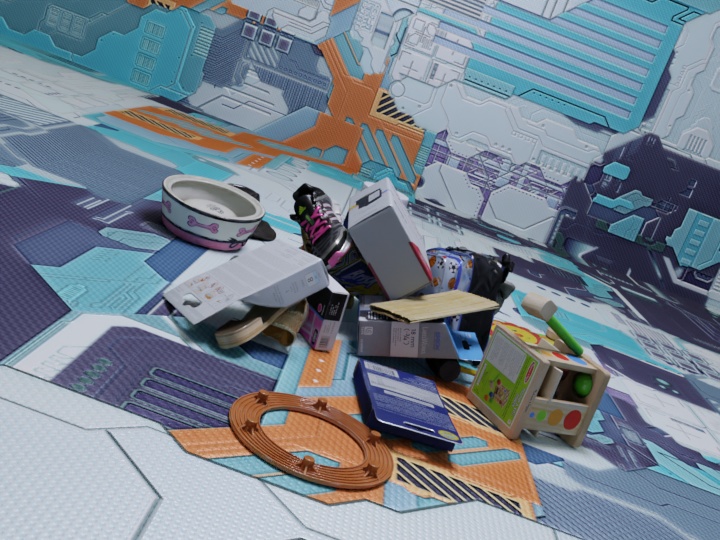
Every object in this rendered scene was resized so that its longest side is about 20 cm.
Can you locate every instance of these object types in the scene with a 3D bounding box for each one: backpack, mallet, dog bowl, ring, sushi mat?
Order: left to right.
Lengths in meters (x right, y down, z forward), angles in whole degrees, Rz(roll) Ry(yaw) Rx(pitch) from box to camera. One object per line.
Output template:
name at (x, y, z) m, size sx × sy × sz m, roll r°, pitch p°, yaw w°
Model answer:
dog bowl at (-0.285, -0.107, 1.624) m, size 0.199 × 0.074 × 0.200 m, roll 19°, pitch 20°, yaw -7°
ring at (-0.053, 0.185, 0.982) m, size 0.199 × 0.019 × 0.201 m, roll 21°, pitch 13°, yaw -5°
sushi mat at (0.118, 0.056, 1.346) m, size 0.199 × 0.012 × 0.095 m, roll -7°, pitch 16°, yaw -39°
backpack at (0.157, 0.045, 1.540) m, size 0.153 × 0.201 × 0.190 m, roll 17°, pitch 1°, yaw -19°
mallet at (0.200, 0.174, 1.387) m, size 0.199 × 0.041 × 0.066 m, roll 22°, pitch 11°, yaw -16°

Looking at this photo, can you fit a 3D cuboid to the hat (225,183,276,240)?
hat at (-0.258, -0.135, 1.797) m, size 0.199 × 0.081 × 0.201 m, roll 20°, pitch 12°, yaw -4°

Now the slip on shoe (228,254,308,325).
slip on shoe at (-0.139, 0.032, 1.354) m, size 0.061 × 0.074 × 0.200 m, roll 19°, pitch 8°, yaw -45°

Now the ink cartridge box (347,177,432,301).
ink cartridge box at (0.048, -0.055, 1.434) m, size 0.146 × 0.082 × 0.200 m, roll 59°, pitch 9°, yaw -16°

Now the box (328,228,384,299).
box at (0.000, 0.000, 1.505) m, size 0.200 × 0.070 × 0.065 m, roll 37°, pitch 27°, yaw -61°

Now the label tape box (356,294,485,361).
label tape box at (0.094, 0.089, 1.370) m, size 0.198 × 0.064 × 0.144 m, roll 2°, pitch 14°, yaw 0°

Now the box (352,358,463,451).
box at (0.058, 0.181, 1.136) m, size 0.120 × 0.033 × 0.200 m, roll 18°, pitch 12°, yaw -11°

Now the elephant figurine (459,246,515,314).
elephant figurine at (0.253, 0.048, 1.796) m, size 0.199 × 0.141 × 0.156 m, roll 33°, pitch 37°, yaw -22°

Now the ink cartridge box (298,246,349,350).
ink cartridge box at (-0.083, 0.039, 1.343) m, size 0.037 × 0.095 × 0.200 m, roll 9°, pitch 17°, yaw -28°

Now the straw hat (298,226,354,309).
straw hat at (-0.090, -0.005, 1.509) m, size 0.202 × 0.085 × 0.202 m, roll 57°, pitch 17°, yaw -29°

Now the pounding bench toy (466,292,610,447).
pounding bench toy at (0.285, 0.141, 1.281) m, size 0.155 × 0.201 × 0.124 m, roll 12°, pitch 15°, yaw -30°

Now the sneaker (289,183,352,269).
sneaker at (-0.071, -0.077, 1.388) m, size 0.087 × 0.074 × 0.200 m, roll 37°, pitch 21°, yaw -29°

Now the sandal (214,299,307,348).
sandal at (-0.122, 0.081, 1.216) m, size 0.077 × 0.070 × 0.211 m, roll -6°, pitch 16°, yaw 35°

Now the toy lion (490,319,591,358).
toy lion at (0.316, 0.147, 1.632) m, size 0.190 × 0.069 × 0.200 m, roll 12°, pitch 15°, yaw -10°

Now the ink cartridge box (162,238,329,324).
ink cartridge box at (-0.164, 0.027, 1.222) m, size 0.199 × 0.048 × 0.160 m, roll -28°, pitch 24°, yaw -20°

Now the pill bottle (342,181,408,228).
pill bottle at (0.016, -0.063, 1.675) m, size 0.115 × 0.201 × 0.116 m, roll 20°, pitch 13°, yaw -5°
